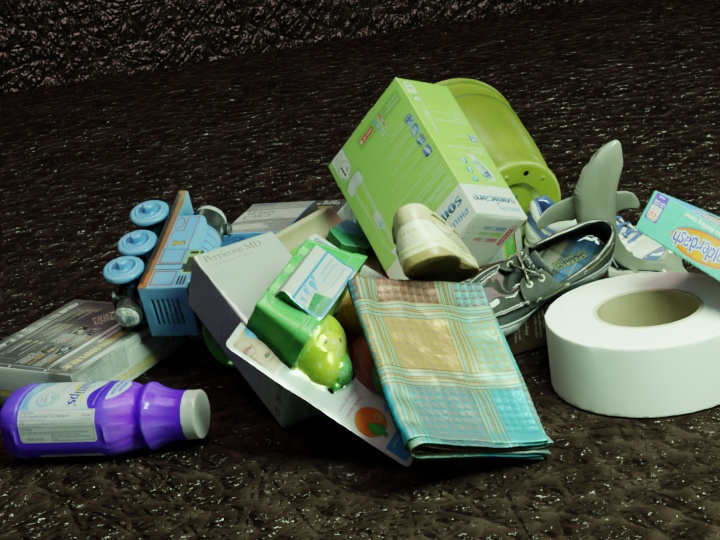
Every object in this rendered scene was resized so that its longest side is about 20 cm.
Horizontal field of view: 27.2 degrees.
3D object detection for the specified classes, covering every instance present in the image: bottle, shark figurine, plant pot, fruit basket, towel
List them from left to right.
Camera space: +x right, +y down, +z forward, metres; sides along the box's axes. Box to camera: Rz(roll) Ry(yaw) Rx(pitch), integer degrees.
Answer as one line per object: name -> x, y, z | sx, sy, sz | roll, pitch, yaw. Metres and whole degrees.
bottle -> -0.246, 0.143, 1.442 | 0.198, 0.066, 0.084 | -3, 18, 15
fruit basket -> 0.000, 0.063, 1.383 | 0.199, 0.094, 0.186 | 29, 46, 9
towel -> 0.077, 0.083, 1.327 | 0.145, 0.022, 0.201 | 3, 45, -25
plant pot -> 0.152, -0.113, 1.862 | 0.199, 0.202, 0.193 | -15, 31, -18
shark figurine -> 0.278, -0.026, 1.590 | 0.128, 0.214, 0.090 | -35, 37, 15

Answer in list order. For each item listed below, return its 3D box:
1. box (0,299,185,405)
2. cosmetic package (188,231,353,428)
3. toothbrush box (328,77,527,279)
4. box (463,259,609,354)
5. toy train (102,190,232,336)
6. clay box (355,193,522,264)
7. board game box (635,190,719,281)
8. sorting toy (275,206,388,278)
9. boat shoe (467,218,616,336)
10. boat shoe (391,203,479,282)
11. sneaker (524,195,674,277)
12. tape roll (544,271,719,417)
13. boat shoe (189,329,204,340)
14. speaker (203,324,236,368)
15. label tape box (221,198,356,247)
box -> -0.315, 0.092, 1.651 | 0.157, 0.049, 0.200 | 4, 22, 28
cosmetic package -> -0.084, 0.055, 1.496 | 0.101, 0.074, 0.200 | -19, 50, -30
toothbrush box -> 0.070, -0.087, 1.628 | 0.086, 0.146, 0.201 | 4, 47, -42
box -> 0.155, 0.038, 1.564 | 0.198, 0.076, 0.100 | -13, 19, -20
toy train -> -0.210, -0.008, 1.654 | 0.113, 0.087, 0.201 | 0, 37, 12
clay box -> 0.091, -0.032, 1.733 | 0.198, 0.116, 0.048 | 5, 21, 33
board game box -> 0.378, -0.006, 1.429 | 0.199, 0.045, 0.152 | 16, 17, -46
sorting toy -> 0.000, 0.000, 1.655 | 0.199, 0.037, 0.185 | 31, 32, 18
boat shoe -> 0.176, 0.003, 1.481 | 0.199, 0.066, 0.070 | -22, 62, -21
boat shoe -> 0.068, -0.021, 1.450 | 0.072, 0.065, 0.200 | -22, -13, 8
sneaker -> 0.274, -0.041, 1.720 | 0.199, 0.089, 0.075 | 6, 21, 34
tape roll -> 0.279, 0.067, 1.425 | 0.200, 0.071, 0.203 | -8, 18, 2
boat shoe -> -0.141, 0.026, 1.734 | 0.071, 0.076, 0.200 | 1, 22, 20
speaker -> -0.095, 0.037, 1.659 | 0.088, 0.089, 0.200 | 1, 21, 27
label tape box -> -0.084, -0.054, 1.955 | 0.142, 0.067, 0.200 | -3, 21, 17
